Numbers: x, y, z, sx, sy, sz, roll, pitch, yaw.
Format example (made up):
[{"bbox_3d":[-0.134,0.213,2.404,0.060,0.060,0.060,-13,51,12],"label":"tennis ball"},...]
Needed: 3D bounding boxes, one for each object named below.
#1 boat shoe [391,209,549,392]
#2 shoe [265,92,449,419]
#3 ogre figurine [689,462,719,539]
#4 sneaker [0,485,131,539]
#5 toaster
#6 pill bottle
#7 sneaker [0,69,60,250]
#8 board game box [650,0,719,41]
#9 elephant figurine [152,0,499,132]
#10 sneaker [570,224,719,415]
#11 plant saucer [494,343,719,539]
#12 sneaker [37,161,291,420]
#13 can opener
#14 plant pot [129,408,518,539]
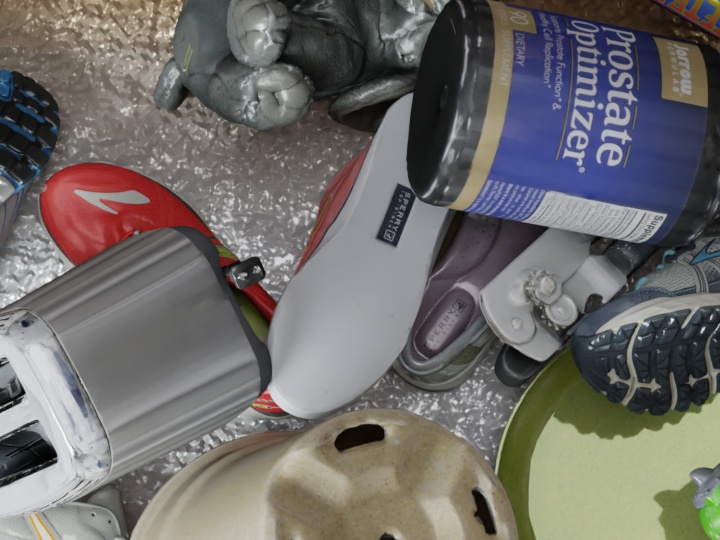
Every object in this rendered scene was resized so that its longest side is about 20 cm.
[{"bbox_3d":[0.080,-0.024,1.278,0.074,0.065,0.202,33,83,6],"label":"boat shoe"},{"bbox_3d":[0.000,0.000,1.248,0.071,0.091,0.201,27,70,-5],"label":"shoe"},{"bbox_3d":[0.245,0.161,1.198,0.119,0.098,0.201,-9,95,-11],"label":"ogre figurine"},{"bbox_3d":[-0.146,0.172,1.246,0.200,0.076,0.092,41,79,6],"label":"sneaker"},{"bbox_3d":[-0.139,0.056,1.180,0.129,0.200,0.114,-29,94,-36],"label":"toaster"},{"bbox_3d":[0.132,-0.074,1.195,0.199,0.112,0.112,9,80,-12],"label":"pill bottle"},{"bbox_3d":[-0.232,-0.026,1.282,0.075,0.087,0.201,23,58,-4],"label":"sneaker"},{"bbox_3d":[0.209,-0.188,1.259,0.200,0.165,0.057,31,122,6],"label":"board game box"},{"bbox_3d":[0.006,-0.138,1.275,0.199,0.155,0.142,-5,116,-27],"label":"elephant figurine"},{"bbox_3d":[0.191,0.016,1.244,0.199,0.078,0.086,-14,45,-28],"label":"sneaker"},{"bbox_3d":[0.174,0.126,1.269,0.199,0.031,0.201,0,80,1],"label":"plant saucer"},{"bbox_3d":[-0.098,0.003,1.266,0.200,0.085,0.077,39,82,6],"label":"sneaker"},{"bbox_3d":[0.138,-0.018,1.271,0.053,0.066,0.200,45,66,5],"label":"can opener"},{"bbox_3d":[-0.009,0.158,1.160,0.200,0.183,0.201,6,70,-16],"label":"plant pot"}]
